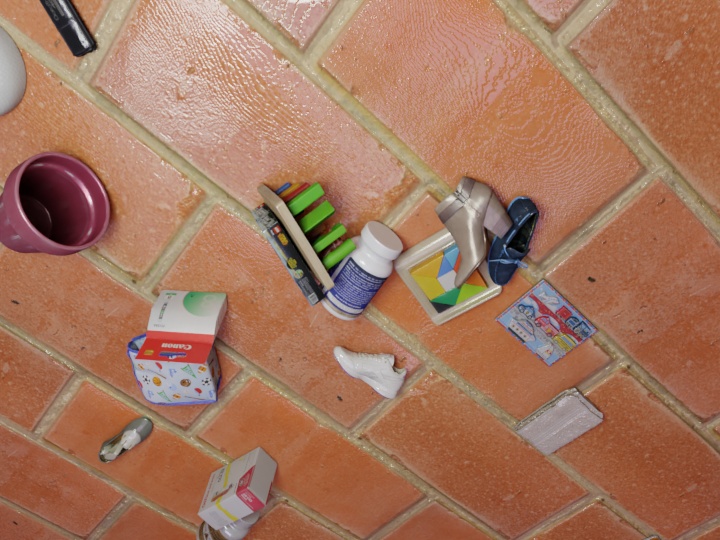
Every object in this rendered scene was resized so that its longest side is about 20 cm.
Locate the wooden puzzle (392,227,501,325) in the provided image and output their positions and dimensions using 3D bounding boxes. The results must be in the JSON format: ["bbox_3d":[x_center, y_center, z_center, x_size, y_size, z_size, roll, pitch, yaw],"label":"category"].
[{"bbox_3d":[0.194,0.015,1.276,0.182,0.038,0.201,-29,114,19],"label":"wooden puzzle"}]

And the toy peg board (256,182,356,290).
[{"bbox_3d":[-0.103,-0.095,1.169,0.097,0.199,0.202,-34,115,-7],"label":"toy peg board"}]

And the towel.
[{"bbox_3d":[0.510,0.391,1.473,0.132,0.035,0.200,38,116,-16],"label":"towel"}]

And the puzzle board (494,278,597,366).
[{"bbox_3d":[0.432,0.129,1.337,0.199,0.018,0.151,39,115,-16],"label":"puzzle board"}]

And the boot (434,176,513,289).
[{"bbox_3d":[0.211,-0.084,1.184,0.145,0.070,0.202,39,104,6],"label":"boot"}]

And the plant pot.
[{"bbox_3d":[-0.655,-0.119,1.184,0.175,0.202,0.203,-14,120,30],"label":"plant pot"}]

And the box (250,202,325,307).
[{"bbox_3d":[-0.152,-0.034,1.207,0.039,0.137,0.202,-33,120,-6],"label":"box"}]

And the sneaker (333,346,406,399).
[{"bbox_3d":[0.024,0.227,1.405,0.198,0.075,0.101,33,99,-15],"label":"sneaker"}]

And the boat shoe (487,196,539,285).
[{"bbox_3d":[0.316,-0.050,1.199,0.082,0.069,0.205,-8,124,-19],"label":"boat shoe"}]

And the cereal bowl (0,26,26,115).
[{"bbox_3d":[-0.751,-0.384,1.090,0.194,0.084,0.205,2,119,3],"label":"cereal bowl"}]

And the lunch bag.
[{"bbox_3d":[-0.453,0.233,1.403,0.194,0.125,0.174,-6,121,-1],"label":"lunch bag"}]

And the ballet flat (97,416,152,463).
[{"bbox_3d":[-0.652,0.478,1.592,0.198,0.064,0.068,-34,113,21],"label":"ballet flat"}]

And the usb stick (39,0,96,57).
[{"bbox_3d":[-0.555,-0.491,1.043,0.054,0.033,0.203,-15,118,21],"label":"usb stick"}]

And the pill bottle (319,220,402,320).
[{"bbox_3d":[0.000,0.000,1.236,0.114,0.117,0.201,29,119,-13],"label":"pill bottle"}]

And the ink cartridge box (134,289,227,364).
[{"bbox_3d":[-0.398,0.121,1.287,0.156,0.202,0.051,3,121,2],"label":"ink cartridge box"}]

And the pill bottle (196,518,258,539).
[{"bbox_3d":[-0.389,0.752,1.702,0.114,0.115,0.200,37,116,-17],"label":"pill bottle"}]

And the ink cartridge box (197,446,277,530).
[{"bbox_3d":[-0.341,0.605,1.594,0.198,0.146,0.084,-33,113,21],"label":"ink cartridge box"}]
